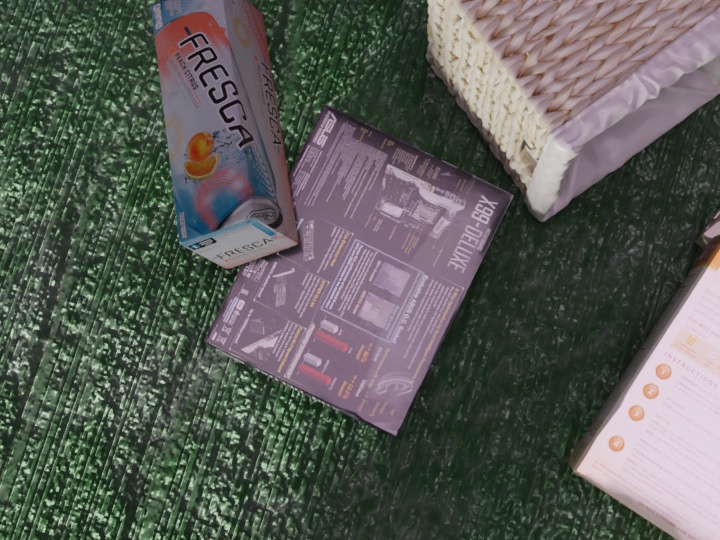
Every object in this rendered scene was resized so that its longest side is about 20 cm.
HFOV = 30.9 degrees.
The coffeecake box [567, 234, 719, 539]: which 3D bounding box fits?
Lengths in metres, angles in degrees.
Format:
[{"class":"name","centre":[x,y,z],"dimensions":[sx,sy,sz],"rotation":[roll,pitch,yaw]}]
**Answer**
[{"class":"coffeecake box","centre":[0.266,0.097,0.919],"dimensions":[0.153,0.073,0.200],"rotation":[33,91,6]}]

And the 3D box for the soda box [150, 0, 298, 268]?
[{"class":"soda box","centre":[-0.099,-0.108,0.943],"dimensions":[0.063,0.068,0.201],"rotation":[-19,67,20]}]

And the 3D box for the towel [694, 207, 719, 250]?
[{"class":"towel","centre":[0.381,-0.034,0.974],"dimensions":[0.200,0.035,0.193],"rotation":[40,87,4]}]

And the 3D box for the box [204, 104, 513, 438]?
[{"class":"box","centre":[0.000,0.000,0.962],"dimensions":[0.157,0.050,0.200],"rotation":[25,83,4]}]

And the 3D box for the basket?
[{"class":"basket","centre":[0.166,-0.168,0.911],"dimensions":[0.200,0.198,0.161],"rotation":[-34,80,-4]}]
